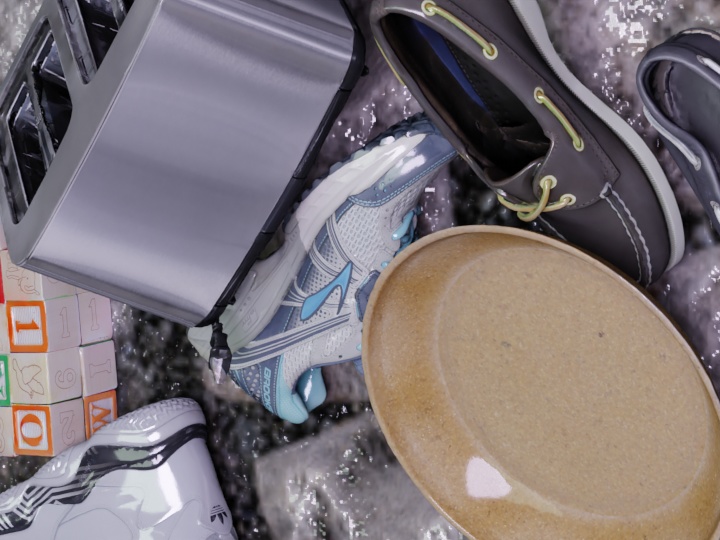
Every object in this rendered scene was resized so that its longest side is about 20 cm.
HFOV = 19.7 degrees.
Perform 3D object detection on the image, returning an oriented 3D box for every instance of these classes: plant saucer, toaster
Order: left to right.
[{"bbox_3d":[-0.094,-0.086,1.016,0.182,0.118,0.201,-59,31,25],"label":"toaster"},{"bbox_3d":[0.092,0.060,0.974,0.199,0.035,0.202,21,130,27],"label":"plant saucer"}]

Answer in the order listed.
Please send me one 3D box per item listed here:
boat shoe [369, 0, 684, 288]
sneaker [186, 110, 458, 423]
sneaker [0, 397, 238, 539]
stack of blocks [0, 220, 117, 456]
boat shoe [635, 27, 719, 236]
[{"bbox_3d":[0.074,-0.061,0.936,0.071,0.061,0.202,-13,122,50],"label":"boat shoe"},{"bbox_3d":[0.000,0.000,1.048,0.086,0.078,0.200,47,126,6],"label":"sneaker"},{"bbox_3d":[-0.146,0.163,1.150,0.199,0.075,0.116,-34,74,28],"label":"sneaker"},{"bbox_3d":[-0.206,0.001,1.180,0.114,0.058,0.202,-1,95,33],"label":"stack of blocks"},{"bbox_3d":[0.184,-0.019,0.919,0.073,0.063,0.201,-37,75,30],"label":"boat shoe"}]
